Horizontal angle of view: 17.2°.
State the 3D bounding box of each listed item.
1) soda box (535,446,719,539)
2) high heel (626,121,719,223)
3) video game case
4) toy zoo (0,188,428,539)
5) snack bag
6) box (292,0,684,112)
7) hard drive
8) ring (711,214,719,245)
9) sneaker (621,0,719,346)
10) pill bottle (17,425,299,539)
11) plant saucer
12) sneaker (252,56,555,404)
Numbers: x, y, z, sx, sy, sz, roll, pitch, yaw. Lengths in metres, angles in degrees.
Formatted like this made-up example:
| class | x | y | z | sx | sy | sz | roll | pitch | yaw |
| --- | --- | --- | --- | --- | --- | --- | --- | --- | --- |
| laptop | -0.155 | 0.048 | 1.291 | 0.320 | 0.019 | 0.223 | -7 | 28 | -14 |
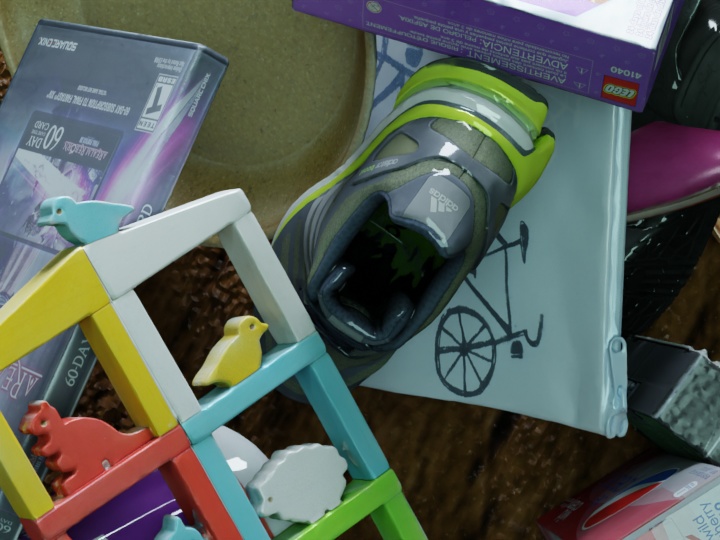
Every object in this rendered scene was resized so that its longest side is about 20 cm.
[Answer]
| class | x | y | z | sx | sy | sz | roll | pitch | yaw |
| --- | --- | --- | --- | --- | --- | --- | --- | --- | --- |
| soda box | 0.122 | 0.119 | 0.957 | 0.063 | 0.200 | 0.070 | -32 | 88 | -3 |
| high heel | 0.076 | -0.065 | 0.982 | 0.199 | 0.067 | 0.097 | -6 | 96 | 42 |
| video game case | -0.131 | -0.001 | 0.931 | 0.019 | 0.143 | 0.201 | 28 | 83 | -33 |
| toy zoo | -0.065 | 0.062 | 0.867 | 0.131 | 0.020 | 0.201 | -34 | 103 | -24 |
| snack bag | 0.038 | -0.039 | 0.971 | 0.021 | 0.200 | 0.190 | -5 | 100 | -45 |
| box | 0.071 | -0.161 | 0.903 | 0.136 | 0.039 | 0.200 | 18 | 56 | 10 |
| hard drive | 0.193 | 0.101 | 0.984 | 0.200 | 0.140 | 0.038 | 37 | 87 | -4 |
| ring | 0.240 | -0.069 | 1.060 | 0.199 | 0.019 | 0.201 | 0 | 87 | -3 |
| sneaker | 0.117 | -0.068 | 1.034 | 0.104 | 0.060 | 0.200 | 43 | 117 | 32 |
| pill bottle | -0.115 | 0.146 | 0.913 | 0.200 | 0.112 | 0.113 | -28 | 89 | -25 |
| plant saucer | -0.069 | -0.110 | 0.992 | 0.200 | 0.035 | 0.201 | 15 | 119 | 30 |
| sneaker | 0.000 | 0.000 | 0.911 | 0.074 | 0.200 | 0.081 | 33 | 52 | -1 |
